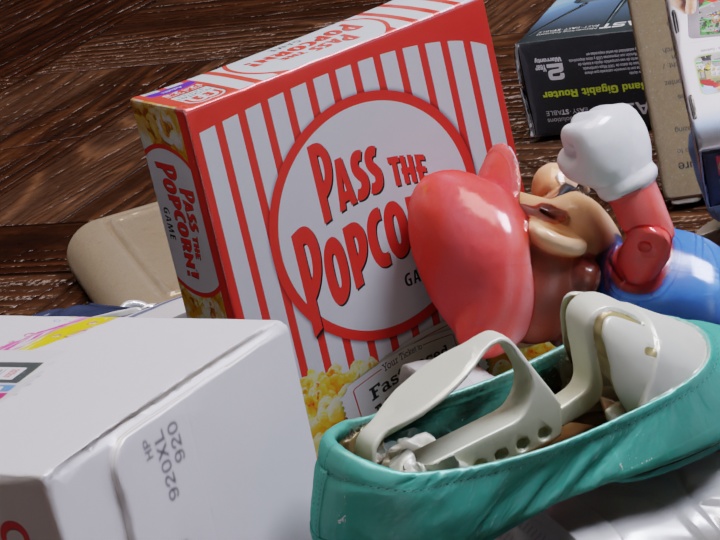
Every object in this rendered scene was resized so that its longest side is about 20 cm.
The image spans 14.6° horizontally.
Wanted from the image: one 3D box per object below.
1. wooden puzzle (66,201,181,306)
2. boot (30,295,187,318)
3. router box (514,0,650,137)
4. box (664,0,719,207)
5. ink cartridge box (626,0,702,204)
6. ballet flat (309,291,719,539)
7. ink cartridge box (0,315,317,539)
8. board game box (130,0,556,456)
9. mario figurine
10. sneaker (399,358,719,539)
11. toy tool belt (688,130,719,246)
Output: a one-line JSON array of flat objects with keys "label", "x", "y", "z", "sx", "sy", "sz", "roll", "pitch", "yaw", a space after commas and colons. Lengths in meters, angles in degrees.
[{"label": "wooden puzzle", "x": -0.052, "y": -0.017, "z": 1.534, "sx": 0.200, "sy": 0.037, "sz": 0.185, "roll": -21, "pitch": 20, "yaw": -10}, {"label": "boot", "x": -0.094, "y": 0.035, "z": 1.333, "sx": 0.200, "sy": 0.073, "sz": 0.090, "roll": -13, "pitch": 24, "yaw": 3}, {"label": "router box", "x": 0.207, "y": -0.140, "z": 1.660, "sx": 0.200, "sy": 0.062, "sz": 0.150, "roll": -5, "pitch": 21, "yaw": 23}, {"label": "box", "x": 0.233, "y": -0.093, "z": 1.167, "sx": 0.200, "sy": 0.035, "sz": 0.110, "roll": -10, "pitch": 45, "yaw": 6}, {"label": "ink cartridge box", "x": 0.244, "y": -0.135, "z": 1.455, "sx": 0.200, "sy": 0.165, "sz": 0.075, "roll": -8, "pitch": 17, "yaw": 14}, {"label": "ballet flat", "x": 0.070, "y": 0.048, "z": 1.004, "sx": 0.200, "sy": 0.070, "sz": 0.067, "roll": -23, "pitch": 33, "yaw": -22}, {"label": "ink cartridge box", "x": -0.128, "y": 0.108, "z": 1.025, "sx": 0.200, "sy": 0.147, "sz": 0.145, "roll": 0, "pitch": 22, "yaw": 34}, {"label": "board game box", "x": 0.000, "y": 0.000, "z": 1.171, "sx": 0.151, "sy": 0.200, "sz": 0.046, "roll": -24, "pitch": 21, "yaw": -28}, {"label": "mario figurine", "x": 0.118, "y": -0.008, "z": 1.147, "sx": 0.200, "sy": 0.123, "sz": 0.106, "roll": 16, "pitch": 15, "yaw": -5}, {"label": "sneaker", "x": 0.099, "y": 0.078, "z": 1.088, "sx": 0.116, "sy": 0.074, "sz": 0.200, "roll": -18, "pitch": 28, "yaw": -18}, {"label": "toy tool belt", "x": 0.199, "y": -0.045, "z": 1.279, "sx": 0.123, "sy": 0.125, "sz": 0.200, "roll": -24, "pitch": 6, "yaw": -17}]
